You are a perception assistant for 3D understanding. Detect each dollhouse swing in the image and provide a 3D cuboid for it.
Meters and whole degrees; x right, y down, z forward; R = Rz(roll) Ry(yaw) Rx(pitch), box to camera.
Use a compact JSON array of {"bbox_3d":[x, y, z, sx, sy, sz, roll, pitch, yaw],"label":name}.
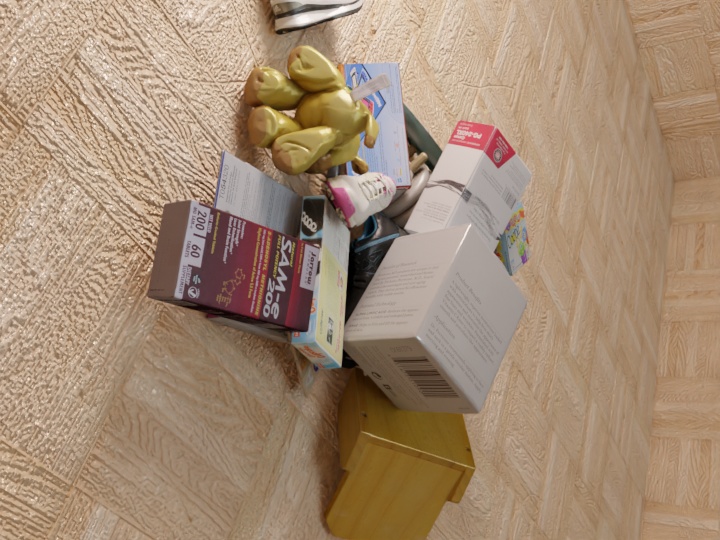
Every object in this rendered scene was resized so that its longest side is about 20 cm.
[{"bbox_3d":[0.043,0.292,1.208,0.196,0.178,0.184,20,32,-20],"label":"dollhouse swing"}]

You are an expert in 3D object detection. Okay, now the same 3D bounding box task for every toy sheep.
[{"bbox_3d":[0.072,-0.123,1.291,0.200,0.136,0.140,48,47,-25],"label":"toy sheep"}]

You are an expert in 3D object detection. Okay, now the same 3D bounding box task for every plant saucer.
[{"bbox_3d":[0.107,-0.215,1.350,0.201,0.027,0.200,51,5,-6],"label":"plant saucer"}]

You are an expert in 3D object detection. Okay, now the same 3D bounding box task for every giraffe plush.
[{"bbox_3d":[-0.054,-0.199,1.098,0.162,0.194,0.177,90,-10,-76],"label":"giraffe plush"}]

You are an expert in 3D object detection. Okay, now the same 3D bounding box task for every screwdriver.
[{"bbox_3d":[0.012,0.151,1.254,0.198,0.028,0.030,25,37,-51],"label":"screwdriver"}]

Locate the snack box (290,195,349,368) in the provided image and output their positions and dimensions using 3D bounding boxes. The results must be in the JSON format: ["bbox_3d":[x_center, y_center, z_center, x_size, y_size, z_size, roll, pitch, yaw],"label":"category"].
[{"bbox_3d":[-0.051,0.017,1.060,0.116,0.036,0.205,54,36,-62],"label":"snack box"}]

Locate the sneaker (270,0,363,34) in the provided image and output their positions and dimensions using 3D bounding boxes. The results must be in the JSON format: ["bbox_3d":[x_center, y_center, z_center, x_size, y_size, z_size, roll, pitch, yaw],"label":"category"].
[{"bbox_3d":[-0.066,-0.422,1.150,0.200,0.074,0.118,-38,120,-50],"label":"sneaker"}]

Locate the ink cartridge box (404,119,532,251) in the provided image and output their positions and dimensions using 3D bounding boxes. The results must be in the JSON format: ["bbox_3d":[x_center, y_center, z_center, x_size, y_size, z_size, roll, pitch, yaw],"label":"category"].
[{"bbox_3d":[0.171,-0.108,1.246,0.145,0.082,0.203,37,78,-46],"label":"ink cartridge box"}]

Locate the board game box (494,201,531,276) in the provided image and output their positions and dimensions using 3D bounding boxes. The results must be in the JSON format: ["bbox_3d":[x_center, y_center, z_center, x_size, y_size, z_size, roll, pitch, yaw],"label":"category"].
[{"bbox_3d":[0.187,-0.050,1.397,0.104,0.196,0.106,-32,113,-53],"label":"board game box"}]

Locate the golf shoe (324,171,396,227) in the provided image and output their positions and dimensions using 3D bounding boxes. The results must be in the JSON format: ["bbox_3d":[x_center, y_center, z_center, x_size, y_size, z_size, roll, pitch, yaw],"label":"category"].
[{"bbox_3d":[0.003,-0.110,1.104,0.077,0.090,0.200,62,7,-3],"label":"golf shoe"}]

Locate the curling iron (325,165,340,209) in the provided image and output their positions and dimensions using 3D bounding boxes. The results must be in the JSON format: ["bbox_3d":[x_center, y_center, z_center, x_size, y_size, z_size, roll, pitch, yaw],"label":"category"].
[{"bbox_3d":[-0.039,-0.119,1.207,0.049,0.025,0.206,4,84,-60],"label":"curling iron"}]

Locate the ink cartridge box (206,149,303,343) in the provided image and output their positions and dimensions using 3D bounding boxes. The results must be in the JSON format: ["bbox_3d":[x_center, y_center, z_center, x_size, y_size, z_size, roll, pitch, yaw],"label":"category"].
[{"bbox_3d":[-0.141,-0.024,1.020,0.199,0.042,0.202,27,66,-53],"label":"ink cartridge box"}]

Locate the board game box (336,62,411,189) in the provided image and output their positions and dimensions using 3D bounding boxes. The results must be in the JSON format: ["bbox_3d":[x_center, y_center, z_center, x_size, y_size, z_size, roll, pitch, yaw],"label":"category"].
[{"bbox_3d":[0.020,-0.225,1.232,0.019,0.100,0.206,125,-39,-76],"label":"board game box"}]

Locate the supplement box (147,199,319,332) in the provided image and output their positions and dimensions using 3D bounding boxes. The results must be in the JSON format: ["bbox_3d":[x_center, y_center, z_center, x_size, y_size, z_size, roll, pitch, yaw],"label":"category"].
[{"bbox_3d":[-0.141,0.001,0.918,0.198,0.060,0.112,19,75,-45],"label":"supplement box"}]

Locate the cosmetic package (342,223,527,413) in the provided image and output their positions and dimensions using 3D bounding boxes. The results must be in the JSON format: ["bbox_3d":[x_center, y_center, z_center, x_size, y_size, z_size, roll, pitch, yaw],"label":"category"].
[{"bbox_3d":[0.106,0.071,1.126,0.165,0.163,0.202,49,56,-26],"label":"cosmetic package"}]

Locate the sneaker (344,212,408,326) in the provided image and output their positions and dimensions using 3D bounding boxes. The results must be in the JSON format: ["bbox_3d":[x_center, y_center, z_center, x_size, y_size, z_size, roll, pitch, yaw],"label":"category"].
[{"bbox_3d":[0.000,0.000,1.203,0.082,0.072,0.203,41,58,-25],"label":"sneaker"}]

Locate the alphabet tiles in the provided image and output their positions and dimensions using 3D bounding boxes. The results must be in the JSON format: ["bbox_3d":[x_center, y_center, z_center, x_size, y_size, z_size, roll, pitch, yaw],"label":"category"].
[{"bbox_3d":[-0.069,0.043,1.102,0.169,0.007,0.204,-65,151,-48],"label":"alphabet tiles"}]
